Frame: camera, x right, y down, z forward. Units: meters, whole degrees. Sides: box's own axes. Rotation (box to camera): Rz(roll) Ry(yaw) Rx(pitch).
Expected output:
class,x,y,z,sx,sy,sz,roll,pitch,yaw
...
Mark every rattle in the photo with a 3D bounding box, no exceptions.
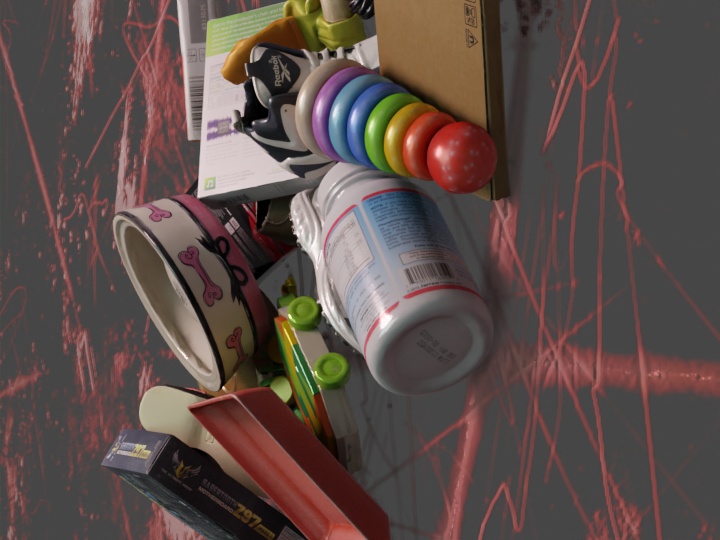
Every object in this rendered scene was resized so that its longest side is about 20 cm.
class,x,y,z,sx,sy,sz,roll,pitch,yaw
rattle,-0.063,-0.280,1.367,0.141,0.130,0.203,-18,75,22

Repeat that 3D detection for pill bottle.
class,x,y,z,sx,sy,sz,roll,pitch,yaw
pill bottle,0.030,-0.003,1.196,0.201,0.107,0.110,-112,35,-42

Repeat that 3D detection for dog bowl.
class,x,y,z,sx,sy,sz,roll,pitch,yaw
dog bowl,-0.163,0.015,1.426,0.200,0.073,0.201,49,158,26

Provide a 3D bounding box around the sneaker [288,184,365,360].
class,x,y,z,sx,sy,sz,roll,pitch,yaw
sneaker,0.000,0.000,1.304,0.079,0.074,0.202,-31,65,19

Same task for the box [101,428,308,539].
class,x,y,z,sx,sy,sz,roll,pitch,yaw
box,-0.154,0.236,1.471,0.051,0.199,0.157,-57,19,-19

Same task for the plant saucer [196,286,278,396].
class,x,y,z,sx,sy,sz,roll,pitch,yaw
plant saucer,-0.130,0.110,1.548,0.199,0.035,0.203,25,121,51

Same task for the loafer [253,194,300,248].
class,x,y,z,sx,sy,sz,roll,pitch,yaw
loafer,-0.084,-0.122,1.452,0.075,0.069,0.203,141,124,-59

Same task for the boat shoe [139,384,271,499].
class,x,y,z,sx,sy,sz,roll,pitch,yaw
boat shoe,-0.132,0.174,1.491,0.199,0.063,0.075,24,91,19

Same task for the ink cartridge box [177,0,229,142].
class,x,y,z,sx,sy,sz,roll,pitch,yaw
ink cartridge box,-0.166,-0.225,1.591,0.200,0.049,0.165,-125,31,-84

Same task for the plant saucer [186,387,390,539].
class,x,y,z,sx,sy,sz,roll,pitch,yaw
plant saucer,-0.061,0.180,1.314,0.200,0.037,0.199,49,161,-6

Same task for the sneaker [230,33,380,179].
class,x,y,z,sx,sy,sz,roll,pitch,yaw
sneaker,-0.034,-0.169,1.268,0.198,0.129,0.080,-33,53,32

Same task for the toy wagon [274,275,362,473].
class,x,y,z,sx,sy,sz,roll,pitch,yaw
toy wagon,-0.045,0.093,1.342,0.156,0.039,0.201,85,162,-51

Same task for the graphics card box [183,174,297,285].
class,x,y,z,sx,sy,sz,roll,pitch,yaw
graphics card box,-0.140,-0.042,1.556,0.126,0.051,0.200,52,148,1

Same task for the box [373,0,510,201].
class,x,y,z,sx,sy,sz,roll,pitch,yaw
box,0.061,-0.172,1.157,0.163,0.021,0.203,33,135,53

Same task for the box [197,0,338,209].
class,x,y,z,sx,sy,sz,roll,pitch,yaw
box,-0.087,-0.168,1.421,0.143,0.036,0.203,-9,68,24

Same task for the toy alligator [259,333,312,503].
class,x,y,z,sx,sy,sz,roll,pitch,yaw
toy alligator,-0.074,0.130,1.438,0.054,0.059,0.203,-7,79,27

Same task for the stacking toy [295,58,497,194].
class,x,y,z,sx,sy,sz,roll,pitch,yaw
stacking toy,0.036,-0.110,1.148,0.199,0.085,0.087,25,111,47

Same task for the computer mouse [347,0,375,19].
class,x,y,z,sx,sy,sz,roll,pitch,yaw
computer mouse,0.054,-0.261,1.213,0.111,0.044,0.199,-62,30,-3
